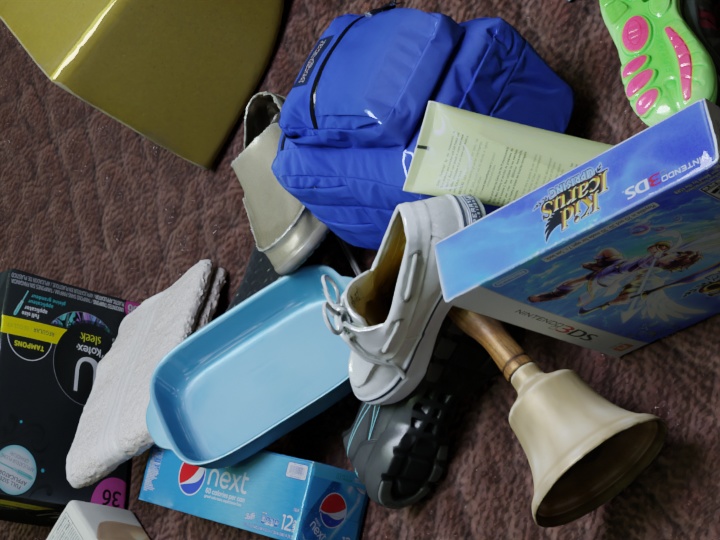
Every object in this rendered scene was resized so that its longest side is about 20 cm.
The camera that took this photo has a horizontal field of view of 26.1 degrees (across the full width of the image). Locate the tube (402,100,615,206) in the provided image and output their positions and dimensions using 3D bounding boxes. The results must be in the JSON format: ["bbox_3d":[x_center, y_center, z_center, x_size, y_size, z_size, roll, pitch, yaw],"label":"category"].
[{"bbox_3d":[0.132,-0.062,1.002,0.052,0.199,0.058,-136,56,-85],"label":"tube"}]

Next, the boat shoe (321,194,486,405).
[{"bbox_3d":[0.010,0.024,1.035,0.202,0.086,0.075,120,143,-49],"label":"boat shoe"}]

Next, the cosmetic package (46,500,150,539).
[{"bbox_3d":[-0.202,0.296,1.307,0.105,0.071,0.200,-57,45,14],"label":"cosmetic package"}]

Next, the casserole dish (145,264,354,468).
[{"bbox_3d":[-0.072,0.079,1.202,0.200,0.039,0.121,-33,50,3],"label":"casserole dish"}]

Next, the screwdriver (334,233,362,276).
[{"bbox_3d":[0.000,0.000,1.239,0.028,0.029,0.200,-48,44,24],"label":"screwdriver"}]

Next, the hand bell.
[{"bbox_3d":[0.102,0.058,1.026,0.104,0.104,0.200,-49,58,22],"label":"hand bell"}]

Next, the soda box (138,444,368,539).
[{"bbox_3d":[-0.087,0.173,1.233,0.200,0.068,0.064,6,79,47],"label":"soda box"}]

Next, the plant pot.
[{"bbox_3d":[-0.182,-0.247,1.397,0.200,0.195,0.194,-51,46,8],"label":"plant pot"}]

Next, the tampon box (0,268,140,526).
[{"bbox_3d":[-0.301,0.120,1.412,0.126,0.150,0.201,-16,66,43],"label":"tampon box"}]

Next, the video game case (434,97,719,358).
[{"bbox_3d":[0.179,-0.016,0.941,0.200,0.181,0.046,-29,59,37],"label":"video game case"}]

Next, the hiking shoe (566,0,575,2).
[{"bbox_3d":[0.103,-0.273,1.185,0.200,0.074,0.087,34,100,46],"label":"hiking shoe"}]

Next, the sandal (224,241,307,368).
[{"bbox_3d":[-0.072,0.033,1.290,0.075,0.048,0.201,7,69,48],"label":"sandal"}]

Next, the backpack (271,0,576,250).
[{"bbox_3d":[0.028,-0.109,1.133,0.200,0.168,0.163,3,56,56],"label":"backpack"}]

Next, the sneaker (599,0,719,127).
[{"bbox_3d":[0.208,-0.151,1.036,0.077,0.084,0.200,-17,46,26],"label":"sneaker"}]

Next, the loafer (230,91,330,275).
[{"bbox_3d":[-0.069,-0.075,1.262,0.076,0.068,0.200,-44,30,25],"label":"loafer"}]

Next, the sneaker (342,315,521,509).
[{"bbox_3d":[0.045,0.072,1.128,0.200,0.075,0.079,-60,41,11],"label":"sneaker"}]

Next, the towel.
[{"bbox_3d":[-0.184,0.084,1.334,0.132,0.034,0.200,-34,29,35],"label":"towel"}]
